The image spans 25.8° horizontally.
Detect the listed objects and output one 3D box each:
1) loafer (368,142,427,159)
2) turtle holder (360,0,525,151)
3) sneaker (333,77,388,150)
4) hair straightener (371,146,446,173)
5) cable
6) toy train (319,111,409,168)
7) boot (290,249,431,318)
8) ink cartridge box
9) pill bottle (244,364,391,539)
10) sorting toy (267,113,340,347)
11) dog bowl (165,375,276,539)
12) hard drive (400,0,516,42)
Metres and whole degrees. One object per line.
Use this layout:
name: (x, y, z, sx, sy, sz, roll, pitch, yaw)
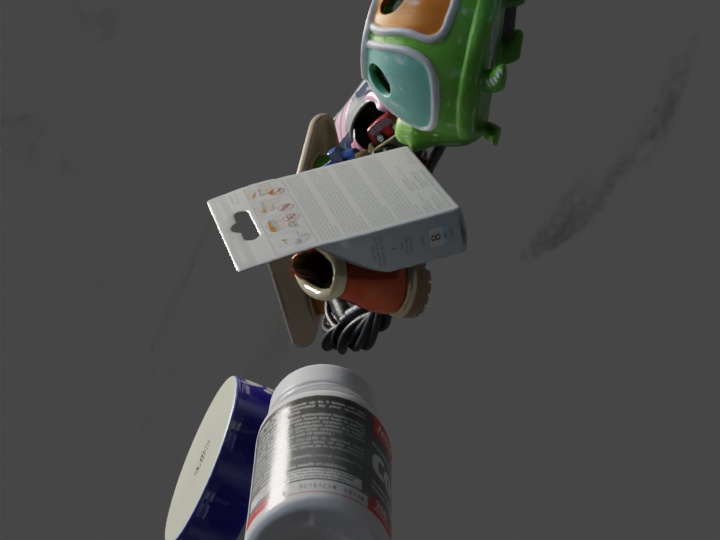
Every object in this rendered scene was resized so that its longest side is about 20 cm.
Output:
loafer: (0.004, -0.083, 1.666, 0.200, 0.070, 0.074, 128, 161, -52)
turtle holder: (0.072, -0.188, 1.392, 0.186, 0.130, 0.143, 53, -131, -80)
sneaker: (-0.006, -0.152, 1.844, 0.083, 0.069, 0.201, -76, 13, -48)
hair straightener: (0.059, -0.149, 1.543, 0.201, 0.076, 0.041, -64, -5, 28)
cable: (0.000, 0.000, 1.530, 0.200, 0.050, 0.165, -5, 70, 67)
toy train: (0.031, -0.130, 1.514, 0.199, 0.046, 0.034, -33, 2, 23)
boot: (-0.027, -0.020, 1.438, 0.200, 0.106, 0.076, 37, 118, 56)
ink cartridge box: (-0.024, -0.041, 1.381, 0.160, 0.198, 0.048, -123, 19, -61)
pill bottle: (-0.031, 0.168, 1.252, 0.115, 0.113, 0.201, -60, 13, 27)
sorting toy: (-0.047, -0.042, 1.750, 0.186, 0.036, 0.202, 77, -154, -52)
dog bowl: (-0.141, 0.221, 1.725, 0.201, 0.078, 0.201, -90, 26, -63)
hard drive: (0.092, -0.304, 1.521, 0.033, 0.139, 0.201, -47, 21, 39)
